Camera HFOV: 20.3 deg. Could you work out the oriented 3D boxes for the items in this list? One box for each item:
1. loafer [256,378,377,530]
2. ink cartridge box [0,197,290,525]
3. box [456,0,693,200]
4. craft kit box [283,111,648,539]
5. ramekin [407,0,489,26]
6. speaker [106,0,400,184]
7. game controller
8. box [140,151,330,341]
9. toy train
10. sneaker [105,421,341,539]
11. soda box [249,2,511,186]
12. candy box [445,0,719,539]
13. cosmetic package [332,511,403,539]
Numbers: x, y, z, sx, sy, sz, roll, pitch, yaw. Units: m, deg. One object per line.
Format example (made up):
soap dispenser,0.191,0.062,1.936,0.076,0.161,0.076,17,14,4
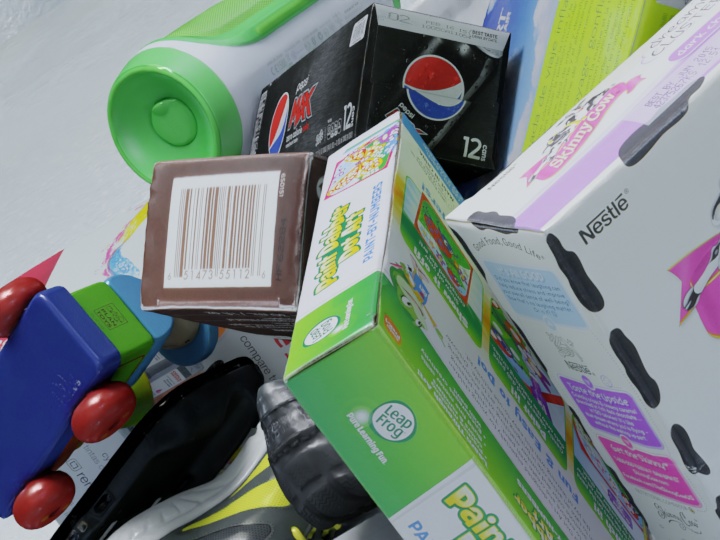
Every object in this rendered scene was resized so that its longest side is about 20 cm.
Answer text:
loafer,0.019,0.064,0.921,0.068,0.071,0.200,-37,-13,25
ink cartridge box,-0.093,0.044,1.130,0.199,0.146,0.145,-30,19,17
box,0.094,-0.075,0.855,0.200,0.047,0.123,-145,70,-75
craft kit box,0.050,0.060,0.787,0.048,0.200,0.198,-31,19,14
ramekin,0.100,-0.117,1.153,0.200,0.098,0.201,-34,-11,-8
speaker,-0.055,-0.117,1.114,0.088,0.089,0.200,-18,16,38
game controller,-0.124,0.124,1.034,0.200,0.042,0.104,-52,-22,23
box,0.000,0.000,0.949,0.100,0.199,0.076,-1,81,40
toy train,-0.153,0.079,1.016,0.115,0.085,0.200,-24,-23,-51
sneaker,-0.035,0.126,0.988,0.200,0.075,0.085,-38,40,-11
soda box,0.003,-0.069,0.951,0.200,0.070,0.064,163,116,-72
candy box,0.154,0.008,0.734,0.168,0.201,0.071,-42,21,-17
cosmetic package,-0.024,0.183,0.846,0.199,0.052,0.151,-32,22,9
